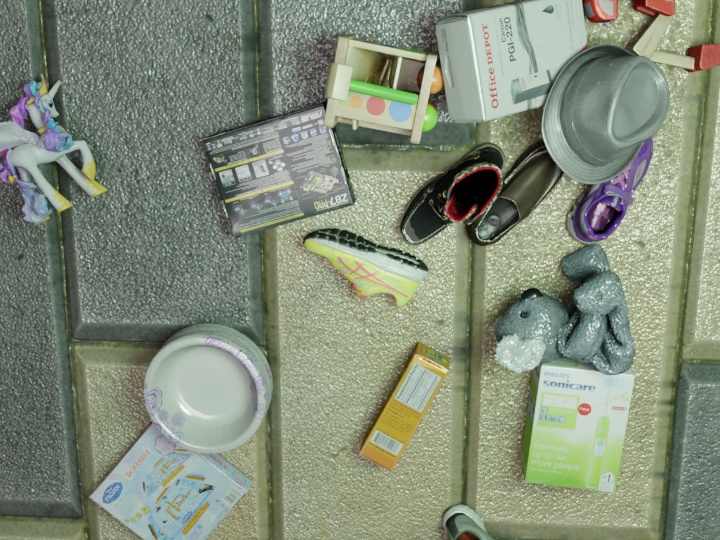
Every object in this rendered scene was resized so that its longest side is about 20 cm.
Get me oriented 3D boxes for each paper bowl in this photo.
[{"bbox_3d":[-0.240,0.183,1.519,0.199,0.104,0.202,1,106,4],"label":"paper bowl"}]

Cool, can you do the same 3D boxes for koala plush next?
[{"bbox_3d":[0.294,0.087,1.411,0.199,0.178,0.185,-15,108,9],"label":"koala plush"}]

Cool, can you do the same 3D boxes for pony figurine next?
[{"bbox_3d":[-0.505,-0.177,1.433,0.192,0.166,0.201,-30,99,-21],"label":"pony figurine"}]

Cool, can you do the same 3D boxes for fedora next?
[{"bbox_3d":[0.350,-0.218,1.288,0.200,0.090,0.177,-47,111,-18],"label":"fedora"}]

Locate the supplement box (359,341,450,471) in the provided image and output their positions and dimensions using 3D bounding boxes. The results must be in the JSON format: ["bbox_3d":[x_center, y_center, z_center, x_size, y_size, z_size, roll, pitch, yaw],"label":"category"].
[{"bbox_3d":[0.072,0.219,1.522,0.069,0.067,0.201,30,105,-1],"label":"supplement box"}]

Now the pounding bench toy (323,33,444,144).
[{"bbox_3d":[0.037,-0.251,1.323,0.155,0.200,0.125,12,106,2],"label":"pounding bench toy"}]

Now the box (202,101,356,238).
[{"bbox_3d":[-0.123,-0.153,1.444,0.199,0.049,0.162,-16,102,9],"label":"box"}]

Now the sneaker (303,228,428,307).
[{"bbox_3d":[0.000,0.000,1.461,0.199,0.078,0.091,21,109,-2],"label":"sneaker"}]

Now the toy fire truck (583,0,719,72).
[{"bbox_3d":[0.413,-0.348,1.330,0.198,0.049,0.142,-5,98,-4],"label":"toy fire truck"}]

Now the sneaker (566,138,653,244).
[{"bbox_3d":[0.375,-0.124,1.388,0.080,0.088,0.201,23,104,0],"label":"sneaker"}]

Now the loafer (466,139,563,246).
[{"bbox_3d":[0.240,-0.108,1.412,0.073,0.071,0.200,37,105,-6],"label":"loafer"}]

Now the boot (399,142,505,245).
[{"bbox_3d":[0.134,-0.101,1.382,0.200,0.151,0.073,-39,99,14],"label":"boot"}]

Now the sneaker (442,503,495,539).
[{"bbox_3d":[0.216,0.480,1.576,0.200,0.079,0.074,40,103,-8],"label":"sneaker"}]

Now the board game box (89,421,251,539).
[{"bbox_3d":[-0.324,0.373,1.612,0.199,0.041,0.200,41,105,-7],"label":"board game box"}]

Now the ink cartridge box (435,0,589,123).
[{"bbox_3d":[0.215,-0.296,1.308,0.199,0.085,0.147,-18,106,-23],"label":"ink cartridge box"}]

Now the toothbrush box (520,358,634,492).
[{"bbox_3d":[0.339,0.236,1.493,0.145,0.086,0.201,6,105,3],"label":"toothbrush box"}]
